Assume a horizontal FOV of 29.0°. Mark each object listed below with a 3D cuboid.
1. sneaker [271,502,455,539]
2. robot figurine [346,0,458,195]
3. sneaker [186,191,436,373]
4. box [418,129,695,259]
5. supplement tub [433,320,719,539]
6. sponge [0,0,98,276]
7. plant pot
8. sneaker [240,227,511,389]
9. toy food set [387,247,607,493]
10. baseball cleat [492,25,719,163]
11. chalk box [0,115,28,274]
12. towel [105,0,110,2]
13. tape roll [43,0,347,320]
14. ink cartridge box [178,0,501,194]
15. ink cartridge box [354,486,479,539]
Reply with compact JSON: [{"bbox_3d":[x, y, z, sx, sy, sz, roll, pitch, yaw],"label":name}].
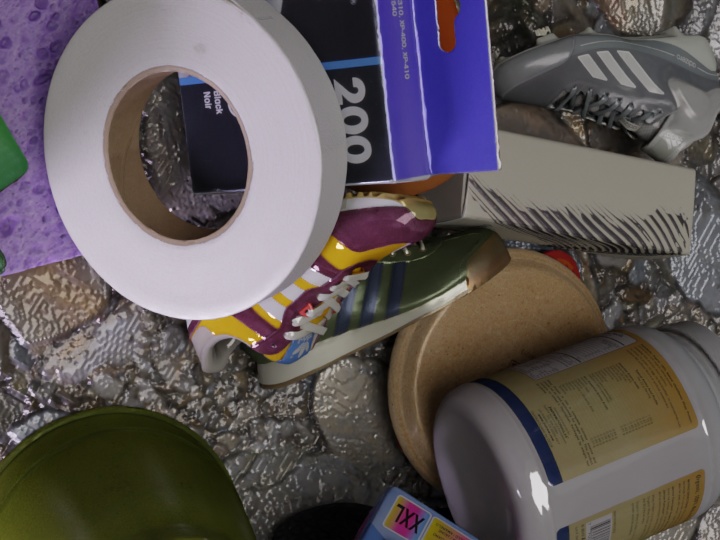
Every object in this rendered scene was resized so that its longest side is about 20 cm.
[{"bbox_3d":[0.030,0.226,1.027,0.197,0.072,0.084,4,118,-13],"label":"sneaker"},{"bbox_3d":[0.015,-0.135,0.920,0.116,0.143,0.202,13,55,-44],"label":"robot figurine"},{"bbox_3d":[-0.030,0.010,0.887,0.075,0.198,0.091,3,75,-51],"label":"sneaker"},{"bbox_3d":[0.145,-0.055,1.031,0.198,0.082,0.069,7,85,-23],"label":"box"},{"bbox_3d":[0.166,0.123,0.980,0.198,0.144,0.146,-17,104,-21],"label":"supplement tub"},{"bbox_3d":[-0.211,-0.106,0.901,0.110,0.030,0.203,-17,102,-22],"label":"sponge"},{"bbox_3d":[-0.139,0.207,0.885,0.198,0.193,0.203,-4,99,-23],"label":"plant pot"},{"bbox_3d":[0.000,0.000,0.969,0.198,0.067,0.091,-27,101,1],"label":"sneaker"},{"bbox_3d":[0.108,0.078,1.055,0.198,0.049,0.201,12,92,-24],"label":"toy food set"},{"bbox_3d":[0.193,-0.129,1.041,0.198,0.070,0.108,-10,75,-22],"label":"baseball cleat"},{"bbox_3d":[-0.284,-0.031,0.787,0.199,0.124,0.126,-34,109,-16],"label":"chalk box"},{"bbox_3d":[-0.108,-0.258,0.901,0.201,0.023,0.144,-53,135,-9],"label":"towel"},{"bbox_3d":[-0.102,-0.072,0.842,0.037,0.200,0.206,-26,111,-61],"label":"tape roll"},{"bbox_3d":[-0.022,-0.148,0.830,0.043,0.198,0.201,-24,109,-64],"label":"ink cartridge box"},{"bbox_3d":[0.024,0.254,0.865,0.135,0.077,0.201,30,47,5],"label":"ink cartridge box"}]
